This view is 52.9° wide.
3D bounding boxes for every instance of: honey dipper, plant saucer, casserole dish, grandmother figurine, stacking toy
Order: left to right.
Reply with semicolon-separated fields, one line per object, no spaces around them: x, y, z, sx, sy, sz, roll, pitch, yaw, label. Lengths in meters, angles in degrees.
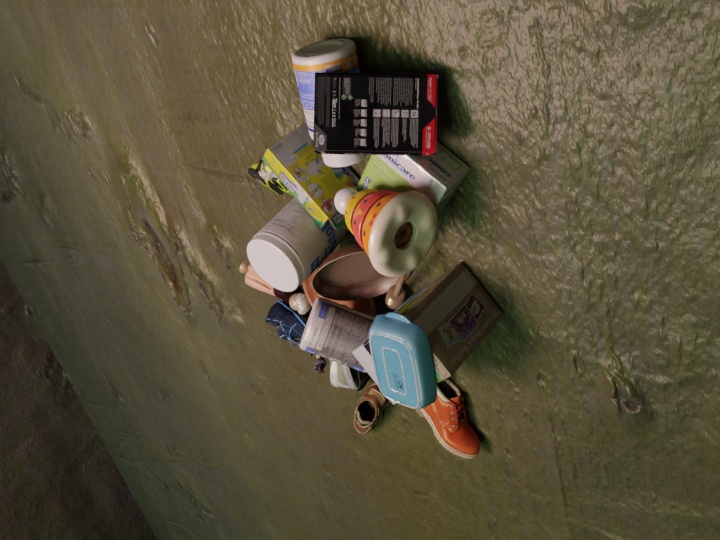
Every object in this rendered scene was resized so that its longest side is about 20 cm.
-0.193;0.045;1.706;0.199;0.061;0.121;30;169;28;grandmother figurine
-0.042;0.051;1.589;0.199;0.037;0.202;26;136;28;plant saucer
0.000;0.000;1.422;0.201;0.198;0.035;127;138;-50;plant saucer
0.020;-0.089;1.234;0.199;0.145;0.147;31;140;43;stacking toy
0.068;0.165;1.256;0.120;0.039;0.202;15;130;36;casserole dish
0.078;0.025;1.402;0.038;0.038;0.200;41;159;11;honey dipper

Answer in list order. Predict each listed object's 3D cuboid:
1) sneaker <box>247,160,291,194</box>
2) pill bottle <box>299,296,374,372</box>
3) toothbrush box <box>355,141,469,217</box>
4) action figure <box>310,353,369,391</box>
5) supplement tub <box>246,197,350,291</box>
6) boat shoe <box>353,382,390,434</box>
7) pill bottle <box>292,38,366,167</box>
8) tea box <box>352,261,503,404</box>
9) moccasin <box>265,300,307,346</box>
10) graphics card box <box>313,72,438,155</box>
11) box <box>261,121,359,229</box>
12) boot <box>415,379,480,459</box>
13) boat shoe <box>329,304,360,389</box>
-0.164;-0.204;1.486;0.075;0.077;0.199;33;172;-36;sneaker
-0.014;0.139;1.470;0.198;0.114;0.114;21;139;-4;pill bottle
0.079;-0.142;1.281;0.145;0.086;0.201;40;141;11;toothbrush box
-0.067;0.200;1.708;0.199;0.069;0.131;33;143;24;action figure
-0.114;-0.069;1.422;0.131;0.200;0.133;25;143;21;supplement tub
0.015;0.336;1.731;0.075;0.074;0.201;37;139;15;boat shoe
-0.045;-0.289;1.261;0.111;0.112;0.202;12;128;37;pill bottle
0.126;0.118;1.352;0.134;0.200;0.197;51;140;-1;tea box
-0.161;0.138;1.703;0.080;0.068;0.200;45;171;-30;moccasin
0.024;-0.249;1.160;0.198;0.051;0.127;0;93;1;graphics card box
-0.078;-0.175;1.379;0.200;0.117;0.048;48;149;2;box
0.197;0.312;1.543;0.200;0.075;0.107;48;136;4;boot
-0.029;0.169;1.580;0.064;0.074;0.204;10;114;17;boat shoe
